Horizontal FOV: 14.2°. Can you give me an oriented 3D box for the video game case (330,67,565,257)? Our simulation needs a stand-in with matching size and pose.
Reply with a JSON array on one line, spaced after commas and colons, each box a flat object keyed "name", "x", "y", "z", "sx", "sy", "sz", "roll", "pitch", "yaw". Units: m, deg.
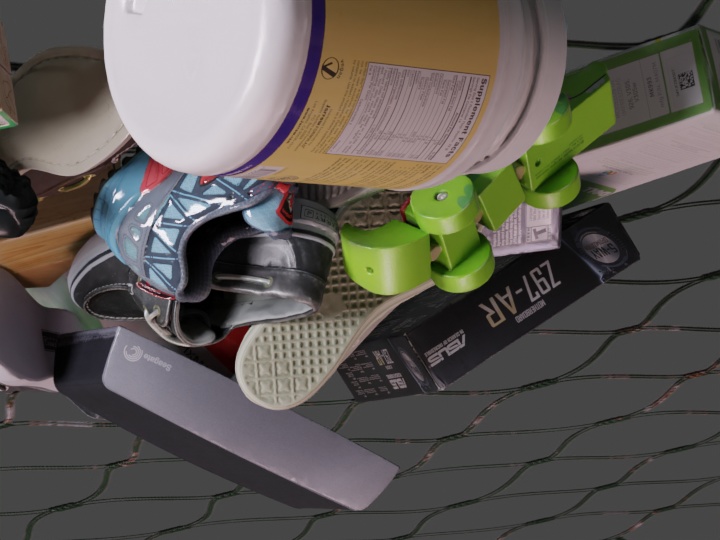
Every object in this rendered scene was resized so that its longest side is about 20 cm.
[{"name": "video game case", "x": 0.023, "y": -0.064, "z": 1.716, "sx": 0.200, "sy": 0.019, "sz": 0.143, "roll": -7, "pitch": 122, "yaw": -10}]

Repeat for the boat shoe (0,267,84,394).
[{"name": "boat shoe", "x": -0.229, "y": 0.043, "z": 1.790, "sx": 0.066, "sy": 0.070, "sz": 0.200, "roll": -12, "pitch": 171, "yaw": 13}]

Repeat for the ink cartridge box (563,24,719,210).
[{"name": "ink cartridge box", "x": 0.154, "y": -0.089, "z": 1.807, "sx": 0.200, "sy": 0.059, "sz": 0.104, "roll": -19, "pitch": 164, "yaw": 31}]

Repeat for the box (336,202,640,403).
[{"name": "box", "x": 0.075, "y": 0.023, "z": 1.864, "sx": 0.160, "sy": 0.044, "sz": 0.200, "roll": -33, "pitch": -176, "yaw": -16}]

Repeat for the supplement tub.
[{"name": "supplement tub", "x": -0.010, "y": -0.114, "z": 1.429, "sx": 0.200, "sy": 0.146, "sz": 0.145, "roll": 2, "pitch": 161, "yaw": -41}]

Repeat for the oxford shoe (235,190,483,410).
[{"name": "oxford shoe", "x": 0.000, "y": 0.000, "z": 1.709, "sx": 0.200, "sy": 0.075, "sz": 0.058, "roll": -47, "pitch": -174, "yaw": -1}]

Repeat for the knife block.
[{"name": "knife block", "x": -0.254, "y": -0.030, "z": 1.739, "sx": 0.175, "sy": 0.064, "sz": 0.200, "roll": -3, "pitch": 164, "yaw": -29}]

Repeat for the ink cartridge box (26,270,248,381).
[{"name": "ink cartridge box", "x": -0.144, "y": 0.022, "z": 1.844, "sx": 0.050, "sy": 0.161, "sz": 0.200, "roll": -45, "pitch": 177, "yaw": -17}]

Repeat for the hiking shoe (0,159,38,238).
[{"name": "hiking shoe", "x": -0.270, "y": -0.027, "z": 1.601, "sx": 0.200, "sy": 0.087, "sz": 0.074, "roll": 6, "pitch": -166, "yaw": 18}]

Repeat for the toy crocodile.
[{"name": "toy crocodile", "x": 0.073, "y": -0.053, "z": 1.667, "sx": 0.200, "sy": 0.062, "sz": 0.068, "roll": -42, "pitch": 141, "yaw": -20}]

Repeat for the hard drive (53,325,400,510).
[{"name": "hard drive", "x": -0.088, "y": 0.094, "z": 1.773, "sx": 0.200, "sy": 0.042, "sz": 0.135, "roll": 28, "pitch": 166, "yaw": -20}]

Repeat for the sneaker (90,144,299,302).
[{"name": "sneaker", "x": -0.054, "y": -0.061, "z": 1.610, "sx": 0.200, "sy": 0.096, "sz": 0.079, "roll": -45, "pitch": 155, "yaw": 16}]

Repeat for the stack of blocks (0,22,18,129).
[{"name": "stack of blocks", "x": -0.284, "y": -0.089, "z": 1.506, "sx": 0.200, "sy": 0.059, "sz": 0.115, "roll": -13, "pitch": 165, "yaw": 8}]

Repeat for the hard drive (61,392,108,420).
[{"name": "hard drive", "x": -0.165, "y": 0.063, "z": 2.043, "sx": 0.200, "sy": 0.140, "sz": 0.033, "roll": 13, "pitch": 112, "yaw": -57}]

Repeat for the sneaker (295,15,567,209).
[{"name": "sneaker", "x": 0.039, "y": -0.092, "z": 1.646, "sx": 0.200, "sy": 0.074, "sz": 0.082, "roll": -32, "pitch": 159, "yaw": 30}]

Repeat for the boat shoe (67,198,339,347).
[{"name": "boat shoe", "x": -0.100, "y": 0.008, "z": 1.681, "sx": 0.200, "sy": 0.071, "sz": 0.072, "roll": -15, "pitch": 147, "yaw": 41}]

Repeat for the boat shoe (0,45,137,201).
[{"name": "boat shoe", "x": -0.165, "y": -0.079, "z": 1.609, "sx": 0.059, "sy": 0.072, "sz": 0.200, "roll": -6, "pitch": 170, "yaw": -42}]
